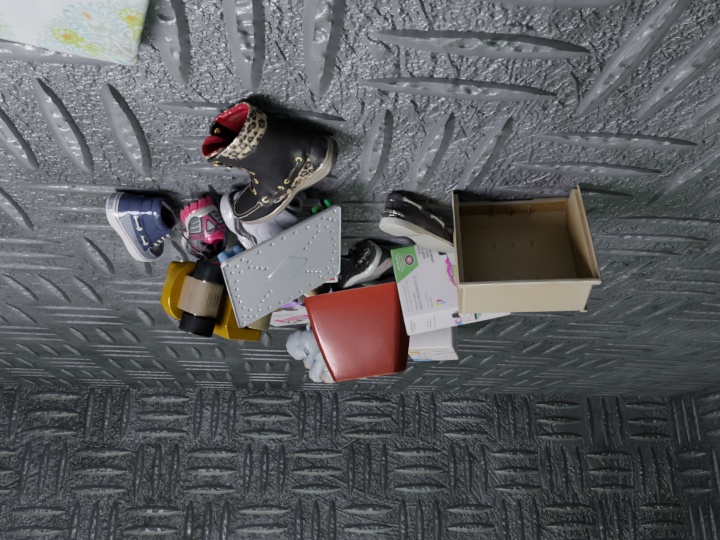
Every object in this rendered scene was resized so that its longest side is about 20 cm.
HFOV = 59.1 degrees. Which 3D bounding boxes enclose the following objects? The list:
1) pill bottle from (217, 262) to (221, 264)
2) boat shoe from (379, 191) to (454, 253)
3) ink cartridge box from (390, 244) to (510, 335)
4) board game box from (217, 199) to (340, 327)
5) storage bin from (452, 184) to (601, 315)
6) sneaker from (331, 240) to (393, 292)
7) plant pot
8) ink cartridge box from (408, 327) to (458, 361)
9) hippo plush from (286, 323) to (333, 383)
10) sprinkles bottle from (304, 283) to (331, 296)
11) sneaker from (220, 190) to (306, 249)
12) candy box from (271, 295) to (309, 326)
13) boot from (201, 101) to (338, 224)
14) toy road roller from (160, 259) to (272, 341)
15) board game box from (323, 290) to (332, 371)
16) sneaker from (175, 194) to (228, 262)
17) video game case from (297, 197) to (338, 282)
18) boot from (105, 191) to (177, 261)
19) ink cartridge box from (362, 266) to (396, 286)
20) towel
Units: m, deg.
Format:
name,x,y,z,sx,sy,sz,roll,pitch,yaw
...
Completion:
name,x,y,z,sx,sy,sz,roll,pitch,yaw
pill bottle,-0.248,0.024,1.286,0.198,0.113,0.112,-11,159,30
boat shoe,0.109,-0.076,1.075,0.199,0.061,0.074,19,167,-40
ink cartridge box,0.167,0.021,1.169,0.198,0.146,0.084,-12,152,2
board game box,-0.121,-0.009,1.006,0.199,0.026,0.201,-29,154,-18
storage bin,0.246,-0.037,0.987,0.198,0.200,0.094,-3,145,7
sneaker,0.000,0.000,1.283,0.079,0.075,0.200,6,161,-32
plant pot,0.011,0.134,1.332,0.198,0.178,0.200,-10,172,11
ink cartridge box,0.182,0.155,1.651,0.127,0.127,0.200,-4,161,13
hippo plush,-0.127,0.244,1.859,0.199,0.161,0.160,-13,158,35
sprinkles bottle,-0.102,0.001,1.287,0.068,0.069,0.200,-1,161,4
sneaker,-0.126,-0.063,1.024,0.114,0.076,0.200,-17,136,23
candy box,-0.180,0.069,1.479,0.166,0.072,0.200,-9,159,23
boot,-0.146,-0.140,0.851,0.199,0.074,0.150,-26,150,36
toy road roller,-0.256,0.042,1.111,0.145,0.124,0.199,16,-179,38
board game box,-0.033,0.148,1.513,0.064,0.202,0.148,-5,161,18
sneaker,-0.263,-0.050,1.085,0.080,0.075,0.200,-27,168,-14
video game case,-0.124,-0.046,1.118,0.141,0.018,0.201,-3,139,8
boot,-0.351,-0.065,1.080,0.089,0.073,0.200,5,161,4
ink cartridge box,0.113,0.031,1.449,0.199,0.051,0.162,33,148,-27
towel,-0.272,-0.259,0.555,0.170,0.049,0.200,9,159,-24
